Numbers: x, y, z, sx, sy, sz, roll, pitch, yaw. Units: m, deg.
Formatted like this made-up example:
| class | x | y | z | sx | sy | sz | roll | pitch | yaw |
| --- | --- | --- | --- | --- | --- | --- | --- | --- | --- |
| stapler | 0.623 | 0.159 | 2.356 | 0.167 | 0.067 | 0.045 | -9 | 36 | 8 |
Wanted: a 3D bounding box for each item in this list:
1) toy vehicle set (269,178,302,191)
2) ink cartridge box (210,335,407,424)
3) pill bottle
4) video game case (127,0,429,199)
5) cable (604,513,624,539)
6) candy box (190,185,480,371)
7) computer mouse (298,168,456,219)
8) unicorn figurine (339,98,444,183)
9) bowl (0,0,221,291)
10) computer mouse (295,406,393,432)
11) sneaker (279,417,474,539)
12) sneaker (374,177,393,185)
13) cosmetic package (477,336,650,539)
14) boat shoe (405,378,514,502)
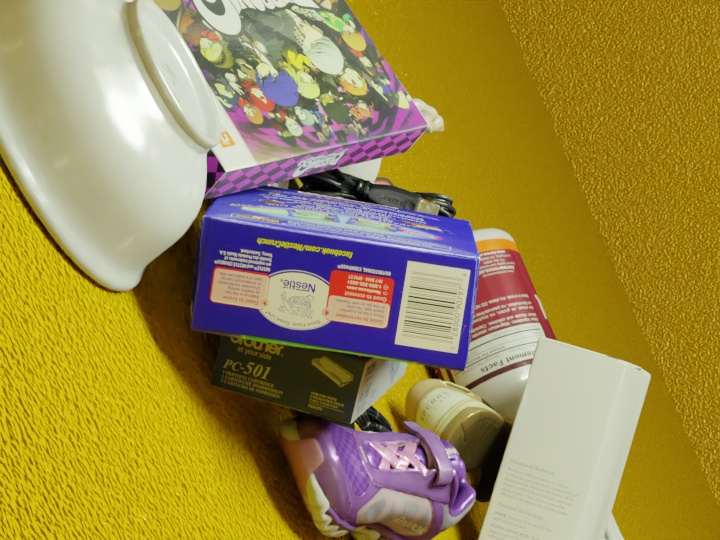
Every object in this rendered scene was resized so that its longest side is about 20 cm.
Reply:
| class | x | y | z | sx | sy | sz | roll | pitch | yaw |
| --- | --- | --- | --- | --- | --- | --- | --- | --- | --- |
| toy vehicle set | -0.070 | -0.096 | 1.643 | 0.200 | 0.026 | 0.125 | 60 | 30 | -59 |
| ink cartridge box | -0.027 | 0.052 | 1.516 | 0.200 | 0.094 | 0.044 | -32 | 137 | -78 |
| pill bottle | 0.118 | 0.074 | 2.056 | 0.200 | 0.113 | 0.113 | 69 | 13 | 19 |
| video game case | -0.072 | -0.141 | 1.512 | 0.200 | 0.036 | 0.181 | -15 | 67 | -47 |
| cable | 0.209 | 0.279 | 2.127 | 0.200 | 0.069 | 0.200 | 63 | 11 | -10 |
| candy box | -0.013 | 0.000 | 1.454 | 0.200 | 0.169 | 0.077 | -79 | 178 | -81 |
| computer mouse | 0.000 | 0.000 | 1.628 | 0.200 | 0.109 | 0.044 | 102 | -2 | -49 |
| unicorn figurine | -0.007 | -0.087 | 1.652 | 0.137 | 0.074 | 0.201 | -3 | 99 | -52 |
| bowl | -0.142 | -0.096 | 1.348 | 0.201 | 0.090 | 0.201 | 58 | 13 | -21 |
| computer mouse | -0.004 | 0.101 | 1.665 | 0.059 | 0.034 | 0.200 | 66 | 12 | 16 |
| sneaker | 0.016 | 0.132 | 1.519 | 0.200 | 0.088 | 0.081 | 40 | 28 | -61 |
| sneaker | -0.017 | -0.026 | 1.839 | 0.200 | 0.074 | 0.087 | 1 | 77 | -73 |
| cosmetic package | 0.163 | 0.161 | 1.881 | 0.113 | 0.081 | 0.201 | 29 | 76 | -71 |
| boat shoe | 0.088 | 0.133 | 1.905 | 0.066 | 0.074 | 0.200 | 41 | -6 | 25 |
